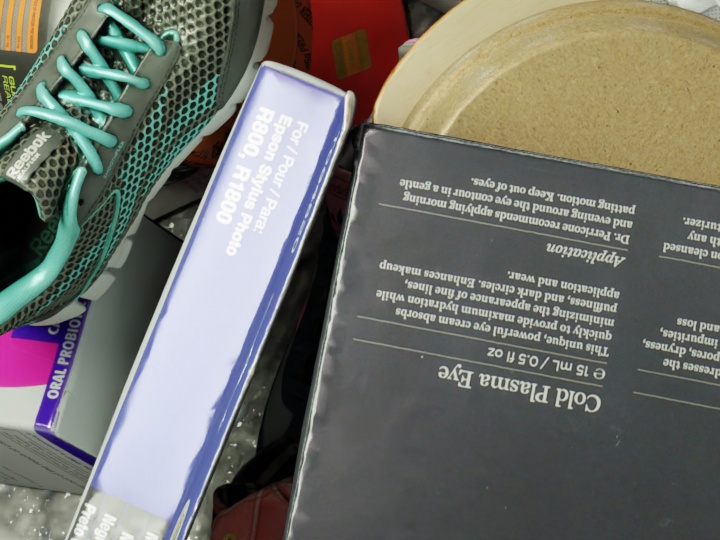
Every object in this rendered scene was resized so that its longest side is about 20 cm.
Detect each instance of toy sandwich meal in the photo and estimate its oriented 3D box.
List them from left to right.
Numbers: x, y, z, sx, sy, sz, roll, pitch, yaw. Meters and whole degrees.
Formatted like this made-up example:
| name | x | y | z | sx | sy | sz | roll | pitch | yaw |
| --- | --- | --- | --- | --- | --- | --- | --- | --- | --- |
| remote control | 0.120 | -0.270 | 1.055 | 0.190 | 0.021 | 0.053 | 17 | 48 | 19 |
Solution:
| name | x | y | z | sx | sy | sz | roll | pitch | yaw |
| --- | --- | --- | --- | --- | --- | --- | --- | --- | --- |
| toy sandwich meal | 0.088 | -0.011 | 1.109 | 0.204 | 0.070 | 0.206 | 0 | 89 | -3 |

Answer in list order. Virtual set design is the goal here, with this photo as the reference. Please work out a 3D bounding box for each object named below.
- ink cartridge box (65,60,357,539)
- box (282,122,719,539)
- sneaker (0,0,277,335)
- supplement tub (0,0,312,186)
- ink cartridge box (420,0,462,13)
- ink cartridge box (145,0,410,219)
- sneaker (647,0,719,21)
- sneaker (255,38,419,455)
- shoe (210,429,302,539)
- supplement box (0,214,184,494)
| name | x | y | z | sx | sy | sz | roll | pitch | yaw |
| --- | --- | --- | --- | --- | --- | --- | --- | --- | --- |
| ink cartridge box | -0.056 | 0.025 | 1.061 | 0.040 | 0.200 | 0.200 | 22 | 89 | -2 |
| box | 0.081 | 0.061 | 1.010 | 0.199 | 0.104 | 0.183 | 11 | 86 | 5 |
| sneaker | -0.096 | -0.052 | 1.086 | 0.077 | 0.091 | 0.200 | 30 | 113 | 6 |
| supplement tub | -0.127 | -0.099 | 1.213 | 0.200 | 0.122 | 0.123 | 9 | 72 | 34 |
| ink cartridge box | 0.017 | -0.194 | 1.207 | 0.200 | 0.125 | 0.129 | 28 | 84 | 26 |
| ink cartridge box | -0.074 | -0.129 | 1.301 | 0.176 | 0.045 | 0.200 | -23 | 58 | 21 |
| sneaker | 0.147 | -0.145 | 1.133 | 0.200 | 0.115 | 0.075 | -39 | 53 | 9 |
| sneaker | 0.000 | 0.000 | 1.171 | 0.070 | 0.082 | 0.200 | 16 | 76 | 35 |
| shoe | -0.042 | 0.127 | 1.119 | 0.200 | 0.091 | 0.071 | -33 | 12 | 9 |
| supplement box | -0.164 | 0.027 | 1.245 | 0.200 | 0.103 | 0.101 | 4 | 71 | 34 |
